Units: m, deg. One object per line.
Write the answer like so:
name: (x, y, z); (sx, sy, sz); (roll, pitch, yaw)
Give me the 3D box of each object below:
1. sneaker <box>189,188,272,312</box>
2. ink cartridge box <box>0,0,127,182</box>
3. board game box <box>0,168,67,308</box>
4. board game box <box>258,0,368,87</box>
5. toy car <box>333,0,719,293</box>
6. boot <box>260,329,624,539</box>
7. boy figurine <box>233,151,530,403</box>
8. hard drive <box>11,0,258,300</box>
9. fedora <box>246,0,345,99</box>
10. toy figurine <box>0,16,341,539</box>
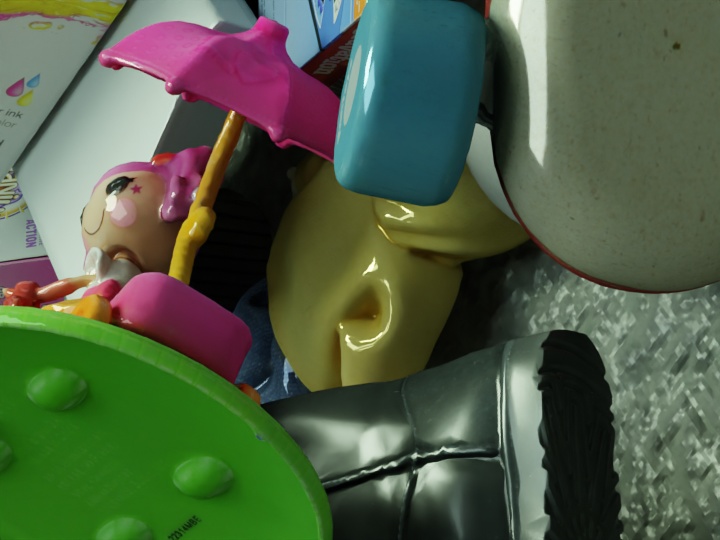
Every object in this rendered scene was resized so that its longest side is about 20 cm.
sneaker: (-0.107, 0.038, 1.151); (0.200, 0.074, 0.089); (-61, 40, 22)
ink cartridge box: (-0.162, -0.131, 1.004); (0.200, 0.145, 0.084); (-49, 38, 42)
board game box: (-0.207, -0.018, 1.120); (0.153, 0.199, 0.040); (-98, 1, -56)
board game box: (-0.010, -0.166, 0.940); (0.103, 0.019, 0.201); (146, 127, -64)
toy car: (0.084, -0.077, 0.879); (0.200, 0.184, 0.177); (151, 128, -81)
boot: (-0.012, 0.115, 0.876); (0.200, 0.066, 0.165); (-15, 58, 30)
boy figurine: (0.000, 0.000, 1.023); (0.200, 0.064, 0.125); (-48, 44, 34)
hard drive: (-0.097, -0.080, 1.044); (0.132, 0.026, 0.200); (-64, 30, 22)
fedora: (-0.028, -0.130, 1.078); (0.200, 0.090, 0.177); (-52, 42, 36)
toy figurine: (-0.069, 0.007, 0.886); (0.200, 0.150, 0.184); (-41, 22, 49)
